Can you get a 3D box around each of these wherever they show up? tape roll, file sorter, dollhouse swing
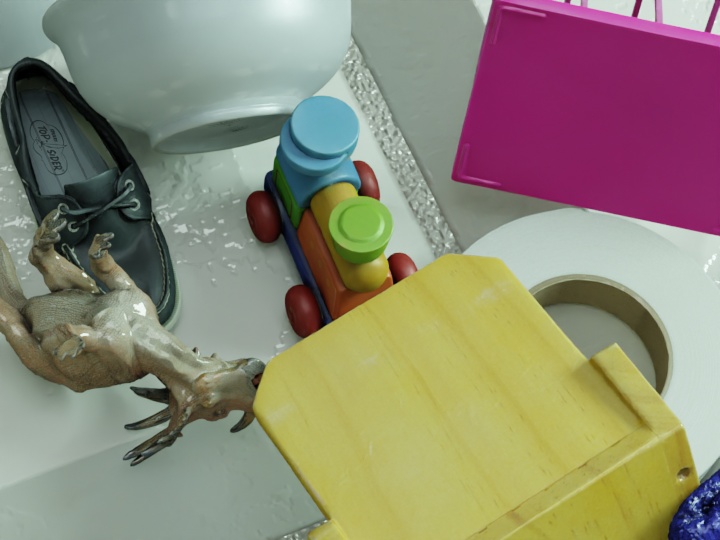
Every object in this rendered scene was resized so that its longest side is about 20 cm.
[{"bbox_3d":[0.136,0.058,1.136,0.202,0.037,0.203,2,64,-4],"label":"tape roll"},{"bbox_3d":[0.173,-0.127,1.163,0.199,0.139,0.126,12,42,-1],"label":"file sorter"},{"bbox_3d":[0.062,0.126,1.050,0.200,0.182,0.176,-31,39,-12],"label":"dollhouse swing"}]

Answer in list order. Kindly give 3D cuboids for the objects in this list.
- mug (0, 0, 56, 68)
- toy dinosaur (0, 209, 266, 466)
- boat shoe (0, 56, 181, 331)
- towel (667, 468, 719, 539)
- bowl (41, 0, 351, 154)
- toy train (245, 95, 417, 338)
[{"bbox_3d":[-0.263,-0.243,1.181,0.149,0.153,0.187,-36,72,-19],"label":"mug"},{"bbox_3d":[-0.157,0.046,1.086,0.200,0.136,0.086,19,59,38],"label":"toy dinosaur"},{"bbox_3d":[-0.170,-0.050,1.142,0.074,0.066,0.200,-19,67,-14],"label":"boat shoe"},{"bbox_3d":[0.264,0.180,1.024,0.148,0.050,0.200,-38,110,-21],"label":"towel"},{"bbox_3d":[-0.090,-0.126,1.132,0.200,0.201,0.091,-10,84,-10],"label":"bowl"},{"bbox_3d":[0.000,0.000,1.107,0.084,0.116,0.200,-18,67,-13],"label":"toy train"}]
